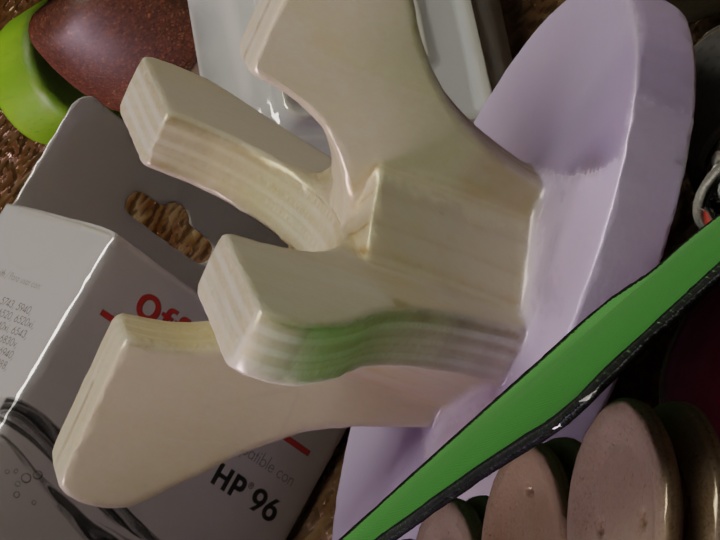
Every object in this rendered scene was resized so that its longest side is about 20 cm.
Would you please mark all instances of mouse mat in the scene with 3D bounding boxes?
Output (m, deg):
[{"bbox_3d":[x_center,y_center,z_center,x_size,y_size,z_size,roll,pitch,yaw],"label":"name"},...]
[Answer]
[{"bbox_3d":[0.052,0.018,0.670,0.161,0.008,0.200,-40,-2,-33],"label":"mouse mat"}]

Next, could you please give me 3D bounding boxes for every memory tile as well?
[{"bbox_3d":[0.034,0.118,0.653,0.200,0.017,0.154,139,132,-65],"label":"memory tile"}]

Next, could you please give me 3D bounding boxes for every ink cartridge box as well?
[{"bbox_3d":[-0.082,0.060,0.939,0.068,0.116,0.201,15,74,52],"label":"ink cartridge box"}]

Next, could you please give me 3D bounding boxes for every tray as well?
[{"bbox_3d":[-0.005,-0.109,0.978,0.022,0.107,0.201,117,148,-53],"label":"tray"}]

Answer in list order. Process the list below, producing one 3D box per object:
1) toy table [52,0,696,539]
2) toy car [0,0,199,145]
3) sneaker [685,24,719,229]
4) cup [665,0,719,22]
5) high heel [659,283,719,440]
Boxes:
[{"bbox_3d":[0.000,0.000,0.843,0.201,0.117,0.184,-69,21,7],"label":"toy table"},{"bbox_3d":[-0.124,-0.155,1.066,0.164,0.199,0.159,-26,50,47],"label":"toy car"},{"bbox_3d":[0.123,-0.020,0.804,0.077,0.082,0.200,-43,37,14],"label":"sneaker"},{"bbox_3d":[0.094,-0.159,0.887,0.201,0.199,0.144,-104,33,-47],"label":"cup"},{"bbox_3d":[0.162,0.006,0.675,0.096,0.199,0.068,-3,96,55],"label":"high heel"}]
